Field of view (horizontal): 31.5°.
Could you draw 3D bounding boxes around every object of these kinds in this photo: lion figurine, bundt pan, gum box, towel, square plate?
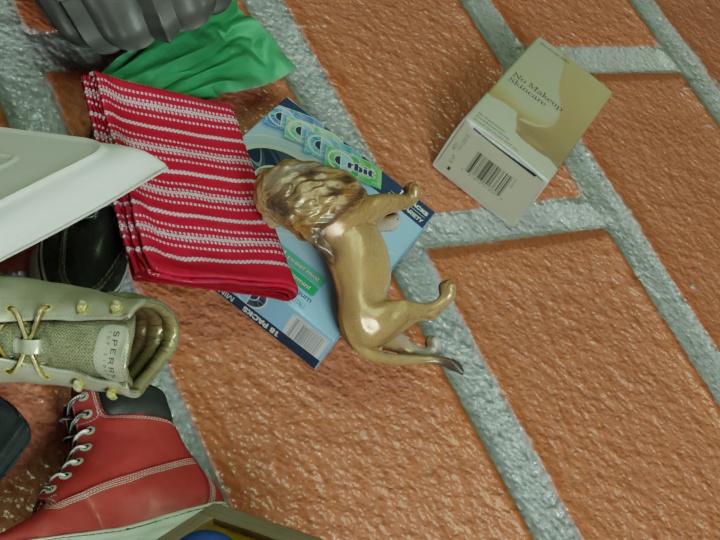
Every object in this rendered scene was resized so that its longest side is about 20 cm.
[{"bbox_3d":[0.000,0.000,0.980,0.122,0.072,0.200,-13,72,-35],"label":"lion figurine"},{"bbox_3d":[-0.184,-0.253,1.094,0.201,0.076,0.202,-12,38,9],"label":"bundt pan"},{"bbox_3d":[-0.051,-0.038,1.064,0.170,0.045,0.200,38,43,2],"label":"gum box"},{"bbox_3d":[-0.129,-0.065,0.975,0.144,0.022,0.200,9,48,-41],"label":"towel"},{"bbox_3d":[-0.267,-0.059,0.867,0.200,0.029,0.198,9,26,26],"label":"square plate"}]

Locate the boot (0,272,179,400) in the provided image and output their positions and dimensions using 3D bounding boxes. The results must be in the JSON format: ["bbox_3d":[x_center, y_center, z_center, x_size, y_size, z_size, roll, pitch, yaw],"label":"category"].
[{"bbox_3d":[-0.209,0.041,0.753,0.154,0.072,0.200,9,9,16],"label":"boot"}]

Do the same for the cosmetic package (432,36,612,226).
[{"bbox_3d":[0.164,-0.142,1.269,0.105,0.071,0.200,37,43,2],"label":"cosmetic package"}]

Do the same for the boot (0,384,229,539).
[{"bbox_3d":[-0.191,0.136,0.812,0.200,0.072,0.144,-8,56,-44],"label":"boot"}]

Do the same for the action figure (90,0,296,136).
[{"bbox_3d":[-0.160,-0.168,1.103,0.118,0.055,0.200,43,50,6],"label":"action figure"}]

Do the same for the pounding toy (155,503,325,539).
[{"bbox_3d":[-0.084,0.216,0.689,0.184,0.143,0.200,8,25,41],"label":"pounding toy"}]

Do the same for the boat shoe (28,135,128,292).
[{"bbox_3d":[-0.199,-0.046,0.965,0.071,0.064,0.200,19,46,-17],"label":"boat shoe"}]

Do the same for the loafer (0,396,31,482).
[{"bbox_3d":[-0.261,0.134,0.733,0.070,0.068,0.201,46,31,-15],"label":"loafer"}]
